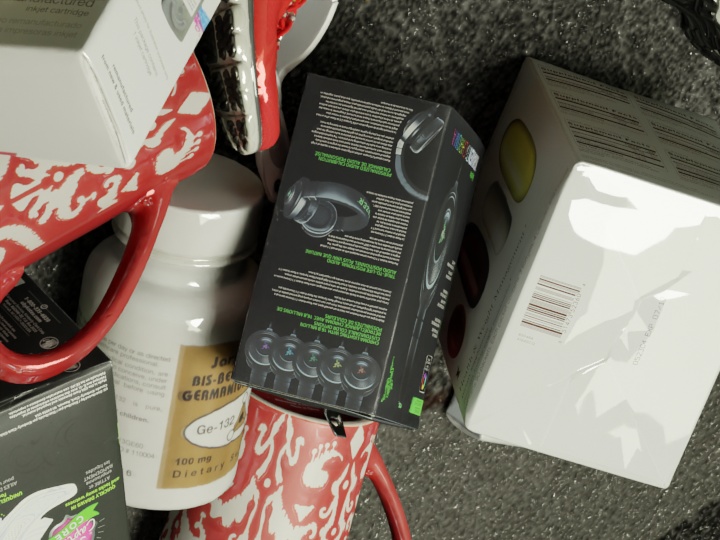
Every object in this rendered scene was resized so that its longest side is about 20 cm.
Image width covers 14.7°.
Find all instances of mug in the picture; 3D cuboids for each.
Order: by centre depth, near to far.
[{"bbox_3d":[-0.186,-0.048,1.552,0.199,0.133,0.179,-28,116,-27],"label":"mug"},{"bbox_3d":[-0.053,0.163,1.842,0.177,0.133,0.201,-6,119,-50],"label":"mug"}]

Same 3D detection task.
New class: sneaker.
[{"bbox_3d":[-0.046,-0.165,1.559,0.084,0.077,0.202,-2,98,-21],"label":"sneaker"},{"bbox_3d":[0.242,-0.201,1.860,0.080,0.074,0.200,-56,144,-6],"label":"sneaker"}]

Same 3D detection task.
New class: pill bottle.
[{"bbox_3d":[-0.116,0.034,1.692,0.114,0.114,0.201,-9,122,-35],"label":"pill bottle"}]

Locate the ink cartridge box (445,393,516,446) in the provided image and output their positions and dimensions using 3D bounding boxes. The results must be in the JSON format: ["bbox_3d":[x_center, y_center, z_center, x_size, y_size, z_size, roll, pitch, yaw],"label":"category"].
[{"bbox_3d":[0.161,0.033,1.984,0.162,0.050,0.201,12,102,-43],"label":"ink cartridge box"}]

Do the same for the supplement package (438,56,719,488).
[{"bbox_3d":[0.151,-0.003,1.795,0.146,0.200,0.192,18,110,-13],"label":"supplement package"}]

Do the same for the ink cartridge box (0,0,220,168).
[{"bbox_3d":[-0.154,-0.156,1.443,0.086,0.147,0.201,69,35,-45],"label":"ink cartridge box"}]

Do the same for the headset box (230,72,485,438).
[{"bbox_3d":[0.000,0.000,1.679,0.174,0.092,0.201,36,68,-79],"label":"headset box"}]

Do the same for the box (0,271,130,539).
[{"bbox_3d":[-0.223,0.116,1.639,0.124,0.148,0.201,-23,131,-26],"label":"box"}]

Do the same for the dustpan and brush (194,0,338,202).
[{"bbox_3d":[-0.061,-0.140,1.629,0.139,0.057,0.201,-15,118,-30],"label":"dustpan and brush"}]
